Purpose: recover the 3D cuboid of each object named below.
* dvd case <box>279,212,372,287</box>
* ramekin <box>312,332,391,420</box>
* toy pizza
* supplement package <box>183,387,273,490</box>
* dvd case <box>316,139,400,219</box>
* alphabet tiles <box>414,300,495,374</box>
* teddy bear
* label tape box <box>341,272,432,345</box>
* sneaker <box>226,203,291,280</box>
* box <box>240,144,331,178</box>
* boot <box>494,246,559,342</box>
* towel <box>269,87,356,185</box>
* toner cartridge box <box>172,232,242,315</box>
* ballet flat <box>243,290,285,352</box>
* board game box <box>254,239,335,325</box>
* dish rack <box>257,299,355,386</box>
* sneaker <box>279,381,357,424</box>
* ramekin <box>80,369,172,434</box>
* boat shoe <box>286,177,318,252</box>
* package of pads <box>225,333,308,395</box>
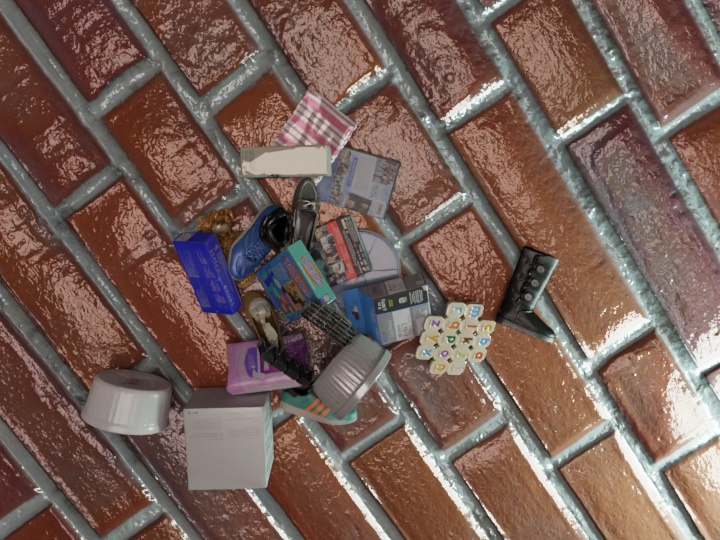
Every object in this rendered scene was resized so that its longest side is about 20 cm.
[{"bbox_3d":[-0.086,-0.031,1.382,0.198,0.022,0.148,-22,89,12],"label":"dvd case"},{"bbox_3d":[-0.026,0.242,1.371,0.105,0.200,0.201,40,96,3],"label":"ramekin"},{"bbox_3d":[0.000,0.000,1.412,0.197,0.032,0.203,0,100,1],"label":"toy pizza"},{"bbox_3d":[-0.315,0.403,1.408,0.188,0.147,0.203,-1,99,-1],"label":"supplement package"},{"bbox_3d":[-0.015,-0.218,1.386,0.197,0.018,0.145,16,98,-3],"label":"dvd case"},{"bbox_3d":[0.232,0.168,1.419,0.193,0.015,0.202,5,112,-19],"label":"alphabet tiles"},{"bbox_3d":[-0.321,-0.046,1.380,0.143,0.067,0.203,2,99,-4],"label":"teddy bear"},{"bbox_3d":[0.067,0.101,1.384,0.197,0.064,0.146,-14,123,-2],"label":"label tape box"},{"bbox_3d":[-0.230,-0.060,1.325,0.077,0.111,0.201,38,82,-31],"label":"sneaker"},{"bbox_3d":[-0.167,-0.246,1.310,0.197,0.082,0.069,0,97,5],"label":"box"},{"bbox_3d":[0.439,0.059,1.422,0.163,0.066,0.202,20,93,-6],"label":"boot"},{"bbox_3d":[-0.119,-0.303,1.352,0.146,0.030,0.201,37,99,1],"label":"towel"},{"bbox_3d":[-0.350,0.009,1.332,0.094,0.043,0.202,4,126,25],"label":"toner cartridge box"},{"bbox_3d":[-0.223,0.122,1.369,0.068,0.063,0.201,-20,67,-20],"label":"ballet flat"},{"bbox_3d":[-0.155,0.033,1.332,0.045,0.199,0.153,-33,93,-35],"label":"board game box"},{"bbox_3d":[-0.115,0.156,1.276,0.153,0.055,0.200,37,105,-24],"label":"dish rack"},{"bbox_3d":[-0.100,0.325,1.440,0.197,0.071,0.081,13,103,-2],"label":"sneaker"},{"bbox_3d":[-0.544,0.305,1.367,0.198,0.200,0.099,14,91,-4],"label":"ramekin"},{"bbox_3d":[-0.127,-0.111,1.336,0.066,0.057,0.203,6,98,-33],"label":"boat shoe"},{"bbox_3d":[-0.225,0.229,1.399,0.197,0.076,0.122,-7,64,-1],"label":"package of pads"}]
